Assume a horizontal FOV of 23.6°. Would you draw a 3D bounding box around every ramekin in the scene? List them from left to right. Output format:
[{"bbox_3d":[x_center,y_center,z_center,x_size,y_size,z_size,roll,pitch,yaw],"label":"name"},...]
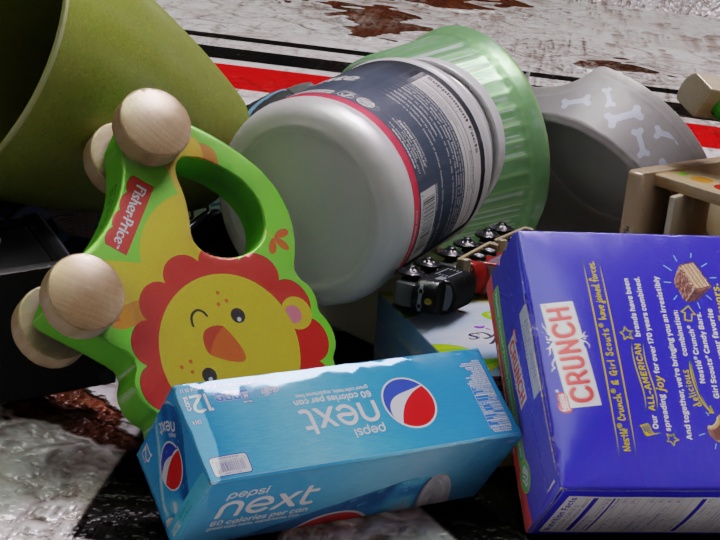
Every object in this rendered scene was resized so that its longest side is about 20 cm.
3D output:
[{"bbox_3d":[0.055,-0.097,1.431,0.097,0.201,0.200,-16,27,-34],"label":"ramekin"}]

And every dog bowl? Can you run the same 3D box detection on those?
[{"bbox_3d":[0.195,-0.079,1.442,0.200,0.200,0.059,19,54,35],"label":"dog bowl"}]

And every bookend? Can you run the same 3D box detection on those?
[{"bbox_3d":[-0.279,0.000,1.084,0.199,0.092,0.199,-8,32,-26],"label":"bookend"}]

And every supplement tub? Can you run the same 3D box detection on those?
[{"bbox_3d":[0.006,-0.068,1.187,0.140,0.141,0.200,13,23,23],"label":"supplement tub"}]

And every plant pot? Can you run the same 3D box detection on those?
[{"bbox_3d":[-0.175,-0.114,1.150,0.200,0.188,0.187,22,2,-42],"label":"plant pot"}]

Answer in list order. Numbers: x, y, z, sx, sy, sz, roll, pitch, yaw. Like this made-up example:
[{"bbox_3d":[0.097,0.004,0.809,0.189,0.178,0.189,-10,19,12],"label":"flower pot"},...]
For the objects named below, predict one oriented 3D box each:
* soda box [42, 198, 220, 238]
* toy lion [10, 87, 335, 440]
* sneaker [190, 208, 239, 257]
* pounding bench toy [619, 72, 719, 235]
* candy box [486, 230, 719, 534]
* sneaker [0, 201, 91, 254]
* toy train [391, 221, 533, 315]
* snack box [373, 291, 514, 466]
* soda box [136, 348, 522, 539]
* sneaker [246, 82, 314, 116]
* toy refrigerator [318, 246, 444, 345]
[{"bbox_3d":[-0.160,-0.058,1.285,0.199,0.064,0.068,-11,22,-19],"label":"soda box"},{"bbox_3d":[-0.093,0.018,1.014,0.191,0.069,0.200,29,55,-18],"label":"toy lion"},{"bbox_3d":[-0.094,-0.004,1.210,0.072,0.083,0.200,41,17,3],"label":"sneaker"},{"bbox_3d":[0.298,-0.039,1.305,0.124,0.201,0.156,-9,22,-41],"label":"pounding bench toy"},{"bbox_3d":[0.185,0.065,1.002,0.199,0.077,0.170,3,58,-13],"label":"candy box"},{"bbox_3d":[-0.254,-0.027,1.176,0.199,0.083,0.074,10,16,6],"label":"sneaker"},{"bbox_3d":[0.080,-0.002,1.172,0.046,0.034,0.200,13,17,23],"label":"toy train"},{"bbox_3d":[0.127,0.067,1.129,0.199,0.068,0.169,-1,18,-17],"label":"snack box"},{"bbox_3d":[-0.015,0.096,0.950,0.199,0.068,0.064,-4,54,-32],"label":"soda box"},{"bbox_3d":[-0.056,-0.096,1.371,0.082,0.073,0.200,-14,17,-7],"label":"sneaker"},{"bbox_3d":[0.000,0.000,1.299,0.076,0.070,0.200,-9,22,-40],"label":"toy refrigerator"}]
